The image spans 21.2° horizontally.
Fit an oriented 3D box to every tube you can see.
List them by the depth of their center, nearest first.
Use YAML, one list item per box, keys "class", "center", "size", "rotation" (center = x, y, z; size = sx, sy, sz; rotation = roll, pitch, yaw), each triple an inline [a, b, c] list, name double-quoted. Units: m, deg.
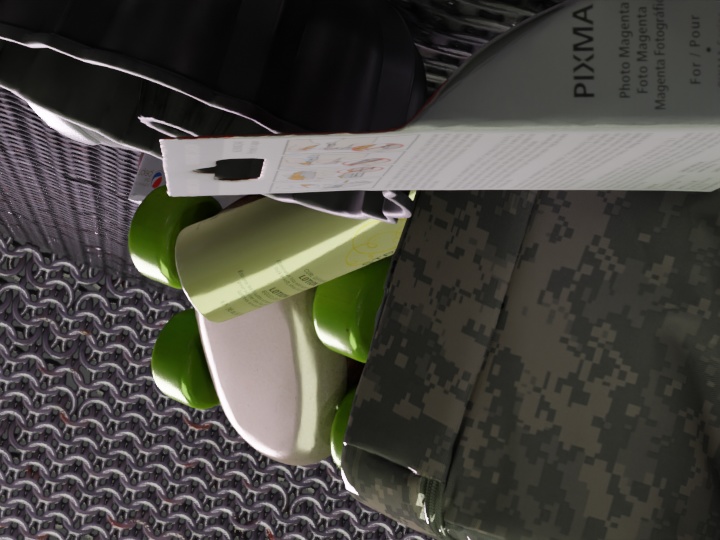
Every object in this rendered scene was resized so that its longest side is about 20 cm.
- class: "tube"
  center: [0.006, -0.029, 0.917]
  size: [0.199, 0.052, 0.058]
  rotation: [-21, -162, 21]

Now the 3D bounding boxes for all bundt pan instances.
- class: "bundt pan"
  center: [-0.061, -0.089, 0.765]
  size: [0.200, 0.076, 0.202]
  rotation: [19, 175, 2]

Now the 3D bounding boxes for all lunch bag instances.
- class: "lunch bag"
  center: [0.105, 0.037, 0.771]
  size: [0.167, 0.202, 0.139]
  rotation: [15, 173, 46]

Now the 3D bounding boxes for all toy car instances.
- class: "toy car"
  center: [0.000, 0.000, 1.083]
  size: [0.163, 0.200, 0.159]
  rotation: [19, 130, 34]

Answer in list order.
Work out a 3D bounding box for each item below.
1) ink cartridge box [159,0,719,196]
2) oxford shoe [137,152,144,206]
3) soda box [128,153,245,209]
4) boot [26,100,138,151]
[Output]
- class: "ink cartridge box"
  center: [0.039, -0.054, 0.606]
  size: [0.198, 0.058, 0.163]
  rotation: [3, 176, -5]
- class: "oxford shoe"
  center: [-0.121, -0.054, 1.288]
  size: [0.071, 0.073, 0.200]
  rotation: [18, 174, 6]
- class: "soda box"
  center: [-0.044, -0.038, 1.205]
  size: [0.199, 0.069, 0.063]
  rotation: [25, 172, -40]
- class: "boot"
  center: [-0.067, -0.083, 0.934]
  size: [0.095, 0.074, 0.199]
  rotation: [7, 176, 37]
